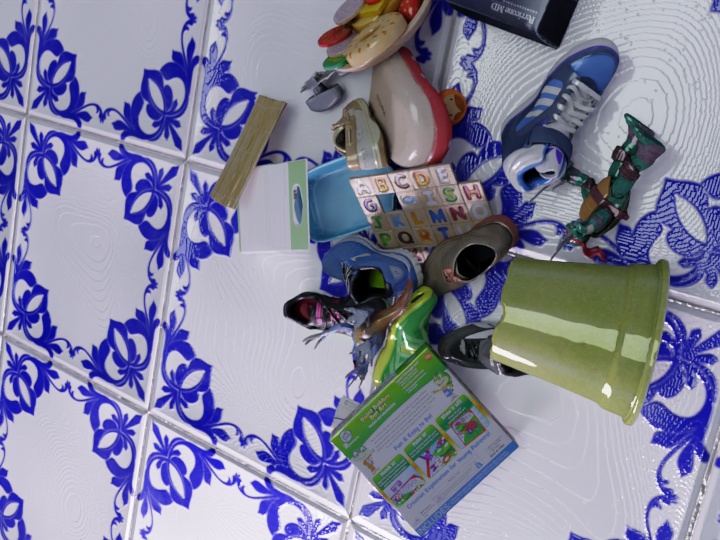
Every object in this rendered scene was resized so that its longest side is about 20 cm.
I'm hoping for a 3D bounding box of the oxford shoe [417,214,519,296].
[{"bbox_3d":[0.136,-0.009,1.079,0.071,0.075,0.200,46,135,-1],"label":"oxford shoe"}]

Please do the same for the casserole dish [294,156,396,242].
[{"bbox_3d":[-0.019,-0.118,1.211,0.197,0.039,0.123,-16,85,31],"label":"casserole dish"}]

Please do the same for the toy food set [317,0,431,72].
[{"bbox_3d":[0.020,-0.368,1.106,0.197,0.049,0.202,15,68,52],"label":"toy food set"}]

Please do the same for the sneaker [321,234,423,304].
[{"bbox_3d":[0.000,0.000,1.155,0.198,0.089,0.080,10,121,49],"label":"sneaker"}]

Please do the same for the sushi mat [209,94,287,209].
[{"bbox_3d":[-0.192,-0.202,1.282,0.095,0.012,0.202,29,93,48],"label":"sushi mat"}]

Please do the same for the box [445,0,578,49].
[{"bbox_3d":[0.226,-0.420,0.999,0.147,0.104,0.203,28,107,26],"label":"box"}]

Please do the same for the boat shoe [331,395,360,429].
[{"bbox_3d":[0.052,0.236,1.175,0.197,0.071,0.071,8,73,24],"label":"boat shoe"}]

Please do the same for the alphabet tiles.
[{"bbox_3d":[0.098,-0.079,1.099,0.197,0.008,0.169,-4,130,32],"label":"alphabet tiles"}]

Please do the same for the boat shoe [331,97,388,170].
[{"bbox_3d":[-0.011,-0.203,1.121,0.065,0.201,0.075,-15,117,-4],"label":"boat shoe"}]

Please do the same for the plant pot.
[{"bbox_3d":[0.261,0.067,0.931,0.181,0.200,0.204,12,100,15],"label":"plant pot"}]

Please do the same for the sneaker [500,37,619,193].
[{"bbox_3d":[0.263,-0.184,0.969,0.200,0.080,0.148,-42,34,35],"label":"sneaker"}]

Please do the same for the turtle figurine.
[{"bbox_3d":[0.306,-0.099,0.980,0.201,0.099,0.151,-56,26,26],"label":"turtle figurine"}]

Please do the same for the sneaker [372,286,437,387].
[{"bbox_3d":[0.082,0.107,1.142,0.083,0.074,0.202,24,126,7],"label":"sneaker"}]

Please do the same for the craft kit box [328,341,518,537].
[{"bbox_3d":[0.090,0.244,1.092,0.200,0.049,0.198,-43,96,6],"label":"craft kit box"}]

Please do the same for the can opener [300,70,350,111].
[{"bbox_3d":[-0.012,-0.317,1.196,0.198,0.054,0.067,-20,115,31],"label":"can opener"}]

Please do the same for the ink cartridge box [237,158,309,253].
[{"bbox_3d":[-0.134,-0.104,1.251,0.198,0.047,0.148,0,93,45],"label":"ink cartridge box"}]

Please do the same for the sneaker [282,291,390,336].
[{"bbox_3d":[-0.040,0.074,1.210,0.197,0.083,0.078,0,94,32],"label":"sneaker"}]

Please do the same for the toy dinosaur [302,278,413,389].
[{"bbox_3d":[0.017,0.109,1.121,0.198,0.181,0.106,-26,79,7],"label":"toy dinosaur"}]

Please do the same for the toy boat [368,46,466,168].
[{"bbox_3d":[0.093,-0.235,1.090,0.202,0.128,0.132,-108,19,-46],"label":"toy boat"}]

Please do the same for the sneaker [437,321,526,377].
[{"bbox_3d":[0.190,0.111,1.065,0.197,0.090,0.068,0,94,31],"label":"sneaker"}]
